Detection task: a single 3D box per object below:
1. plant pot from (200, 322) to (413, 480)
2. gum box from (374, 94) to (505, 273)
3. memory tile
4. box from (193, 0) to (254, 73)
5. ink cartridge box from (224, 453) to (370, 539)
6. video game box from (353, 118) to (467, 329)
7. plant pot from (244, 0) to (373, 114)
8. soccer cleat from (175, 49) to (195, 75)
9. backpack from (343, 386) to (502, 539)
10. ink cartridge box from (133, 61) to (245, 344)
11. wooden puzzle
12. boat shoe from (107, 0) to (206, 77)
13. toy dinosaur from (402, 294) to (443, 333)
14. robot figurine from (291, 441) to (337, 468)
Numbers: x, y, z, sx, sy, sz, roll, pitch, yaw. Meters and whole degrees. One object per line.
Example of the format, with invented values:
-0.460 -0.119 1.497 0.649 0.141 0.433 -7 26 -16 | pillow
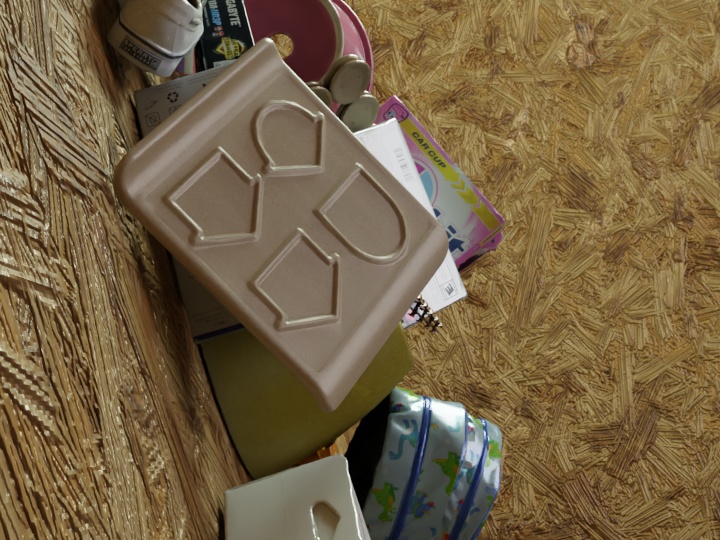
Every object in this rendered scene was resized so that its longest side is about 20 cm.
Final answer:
-0.040 0.046 0.941 0.200 0.141 0.201 -17 90 -90 | plant pot
0.057 -0.076 1.324 0.200 0.113 0.066 50 -8 13 | gum box
-0.062 -0.119 1.226 0.017 0.200 0.154 46 -14 34 | memory tile
-0.111 -0.113 1.037 0.159 0.046 0.201 -107 -165 -47 | box
-0.015 0.237 0.728 0.147 0.082 0.201 -106 180 -67 | ink cartridge box
0.004 -0.033 1.188 0.182 0.047 0.201 -24 93 -47 | video game box
-0.081 -0.224 1.288 0.179 0.199 0.201 124 -51 -86 | plant pot
-0.171 -0.244 1.195 0.200 0.068 0.074 -116 -148 -70 | soccer cleat
0.035 0.188 0.977 0.163 0.153 0.201 -68 162 -56 | backpack
-0.091 -0.048 0.855 0.039 0.099 0.201 77 -3 -69 | ink cartridge box
-0.048 -0.031 0.788 0.200 0.046 0.185 49 46 -10 | wooden puzzle
-0.140 -0.214 0.907 0.074 0.086 0.202 33 18 -13 | boat shoe
0.000 0.000 1.086 0.102 0.199 0.136 121 -18 -44 | toy dinosaur
-0.065 0.097 1.128 0.145 0.058 0.201 72 2 -59 | robot figurine
